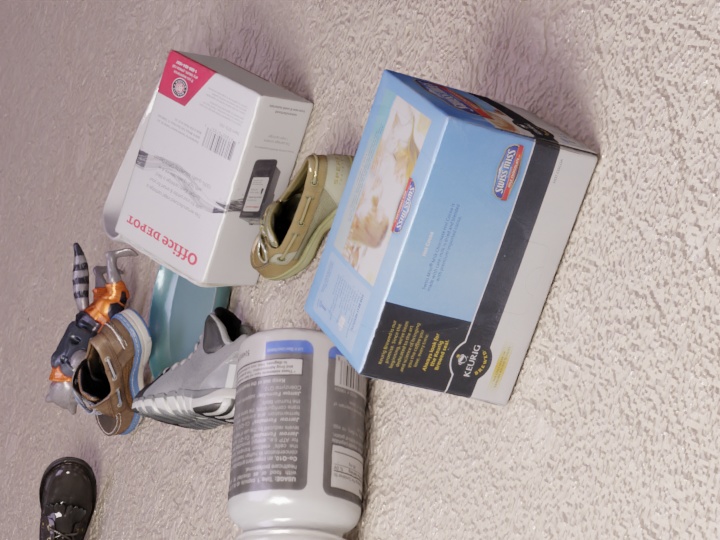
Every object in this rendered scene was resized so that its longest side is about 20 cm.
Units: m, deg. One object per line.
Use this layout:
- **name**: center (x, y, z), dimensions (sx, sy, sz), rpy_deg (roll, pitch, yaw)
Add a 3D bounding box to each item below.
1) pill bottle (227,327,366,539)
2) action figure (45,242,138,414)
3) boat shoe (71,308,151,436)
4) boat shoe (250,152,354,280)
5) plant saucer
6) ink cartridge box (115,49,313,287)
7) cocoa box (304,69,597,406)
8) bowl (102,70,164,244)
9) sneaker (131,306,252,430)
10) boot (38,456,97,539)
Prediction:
- **pill bottle**: center (-0.053, 0.160, 1.490), dimensions (0.114, 0.113, 0.202), rpy_deg (-32, 50, 57)
- **action figure**: center (-0.335, 0.077, 2.144), dimensions (0.199, 0.104, 0.195), rpy_deg (-14, 56, 59)
- **boat shoe**: center (-0.286, 0.122, 1.989), dimensions (0.072, 0.072, 0.201), rpy_deg (46, 144, 28)
- **boat shoe**: center (-0.063, -0.052, 1.667), dimensions (0.200, 0.063, 0.074), rpy_deg (-37, 46, 54)
- **plant saucer**: center (-0.182, 0.031, 1.926), dimensions (0.200, 0.027, 0.202), rpy_deg (-38, 46, 54)
- **ink cartridge box**: center (-0.150, -0.101, 1.793), dimensions (0.145, 0.083, 0.202), rpy_deg (29, 106, 37)
- **cocoa box**: center (0.062, -0.025, 1.312), dimensions (0.133, 0.130, 0.202), rpy_deg (45, 119, 61)
- **bowl**: center (-0.209, -0.119, 1.955), dimensions (0.201, 0.074, 0.200), rpy_deg (-66, 16, 5)
- **sneaker**: center (-0.158, 0.097, 1.807), dimensions (0.199, 0.075, 0.117), rpy_deg (-8, 66, 53)
- **boot**: center (-0.341, 0.338, 2.050), dimensions (0.174, 0.068, 0.202), rpy_deg (-111, 29, -64)
